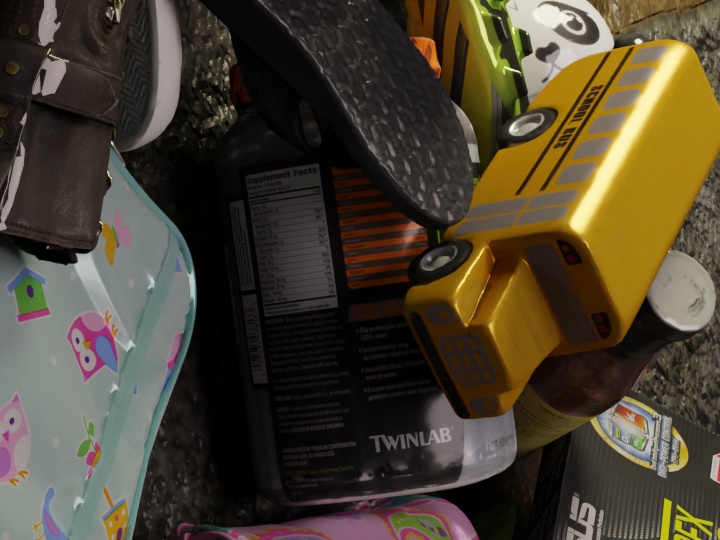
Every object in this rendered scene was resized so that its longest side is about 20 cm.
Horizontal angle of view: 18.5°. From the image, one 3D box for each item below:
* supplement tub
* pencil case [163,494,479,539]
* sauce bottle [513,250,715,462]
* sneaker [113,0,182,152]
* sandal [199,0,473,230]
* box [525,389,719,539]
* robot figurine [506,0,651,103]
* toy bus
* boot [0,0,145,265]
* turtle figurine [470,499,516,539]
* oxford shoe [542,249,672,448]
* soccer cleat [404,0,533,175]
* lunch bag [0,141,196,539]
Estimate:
[{"bbox_3d":[0.000,0.000,1.002,0.122,0.122,0.200,-5,88,-58],"label":"supplement tub"},{"bbox_3d":[-0.018,0.145,0.981,0.200,0.087,0.088,0,84,-58],"label":"pencil case"},{"bbox_3d":[0.101,0.045,1.080,0.066,0.200,0.066,11,67,-26],"label":"sauce bottle"},{"bbox_3d":[-0.088,-0.154,0.943,0.116,0.074,0.200,-13,93,-55],"label":"sneaker"},{"bbox_3d":[-0.027,-0.095,0.914,0.200,0.048,0.075,47,41,-14],"label":"sandal"},{"bbox_3d":[0.163,0.145,1.103,0.160,0.044,0.200,28,28,-3],"label":"box"},{"bbox_3d":[0.092,-0.053,1.155,0.150,0.125,0.200,-49,124,-60],"label":"robot figurine"},{"bbox_3d":[0.091,-0.021,0.962,0.065,0.078,0.200,64,37,-25],"label":"toy bus"},{"bbox_3d":[-0.097,-0.090,0.774,0.200,0.069,0.174,-15,115,-77],"label":"boot"},{"bbox_3d":[0.127,0.212,1.110,0.194,0.200,0.144,45,81,-15],"label":"turtle figurine"},{"bbox_3d":[0.149,0.046,1.280,0.073,0.071,0.200,65,35,-33],"label":"oxford shoe"},{"bbox_3d":[0.046,-0.078,1.057,0.065,0.084,0.200,-40,112,-69],"label":"soccer cleat"},{"bbox_3d":[-0.135,0.033,0.823,0.160,0.077,0.200,50,44,-40],"label":"lunch bag"}]
